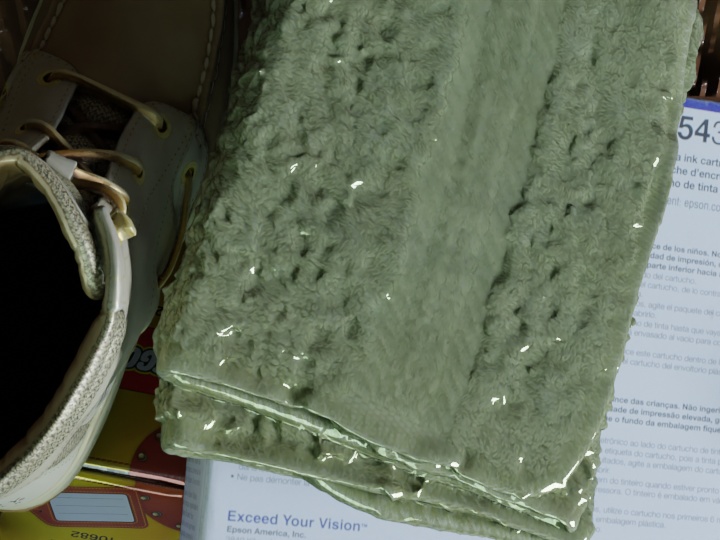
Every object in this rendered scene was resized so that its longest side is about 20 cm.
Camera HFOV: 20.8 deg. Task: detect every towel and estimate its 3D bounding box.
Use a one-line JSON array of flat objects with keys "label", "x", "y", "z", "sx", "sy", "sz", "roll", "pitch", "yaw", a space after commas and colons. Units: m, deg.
[{"label": "towel", "x": 0.023, "y": -0.025, "z": 0.586, "sx": 0.147, "sy": 0.202, "sz": 0.036, "roll": 19, "pitch": 164, "yaw": -18}]

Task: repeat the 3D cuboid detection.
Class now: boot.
[{"label": "boot", "x": -0.083, "y": -0.028, "z": 0.552, "sx": 0.072, "sy": 0.201, "sz": 0.155, "roll": 20, "pitch": 174, "yaw": -2}]

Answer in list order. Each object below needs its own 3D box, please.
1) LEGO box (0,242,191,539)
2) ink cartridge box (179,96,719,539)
[{"label": "LEGO box", "x": -0.149, "y": 0.017, "z": 0.687, "sx": 0.198, "sy": 0.150, "sz": 0.077, "roll": 12, "pitch": 142, "yaw": -9}, {"label": "ink cartridge box", "x": 0.043, "y": 0.037, "z": 0.642, "sx": 0.195, "sy": 0.202, "sz": 0.043, "roll": 7, "pitch": 176, "yaw": -17}]
